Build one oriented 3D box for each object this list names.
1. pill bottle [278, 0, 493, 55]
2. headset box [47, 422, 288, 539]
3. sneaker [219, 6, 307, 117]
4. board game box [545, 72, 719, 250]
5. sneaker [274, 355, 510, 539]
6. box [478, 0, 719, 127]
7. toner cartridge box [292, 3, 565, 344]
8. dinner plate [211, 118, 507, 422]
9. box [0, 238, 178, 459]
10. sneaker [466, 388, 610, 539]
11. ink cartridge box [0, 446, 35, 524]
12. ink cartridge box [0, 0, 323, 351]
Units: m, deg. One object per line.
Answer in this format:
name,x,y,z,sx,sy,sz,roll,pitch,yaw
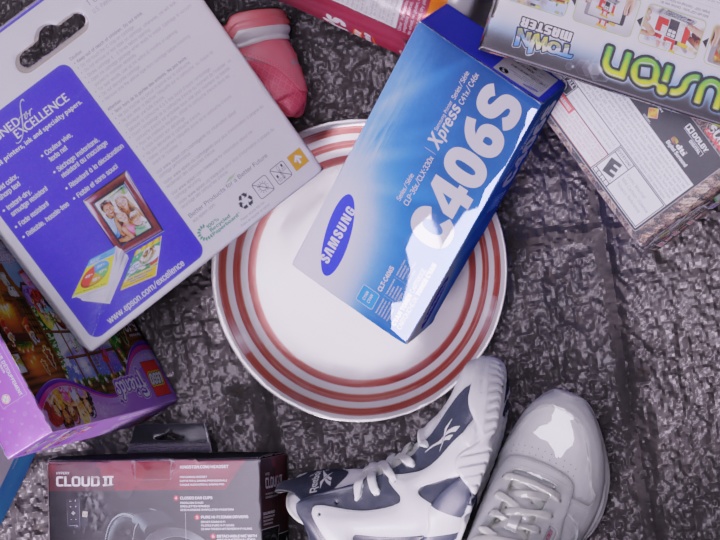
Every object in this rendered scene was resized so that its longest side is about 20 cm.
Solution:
pill bottle,-0.005,-0.213,1.728,0.200,0.110,0.110,25,94,12
headset box,-0.126,0.201,1.762,0.148,0.077,0.201,-2,87,12
sneaker,-0.126,-0.099,1.771,0.200,0.074,0.087,-26,85,10
board game box,0.214,-0.135,1.684,0.200,0.097,0.160,-36,82,9
sneaker,0.014,0.135,1.727,0.129,0.079,0.200,19,108,7
box,0.181,-0.155,1.604,0.200,0.035,0.110,18,93,0
toner cartridge box,0.041,-0.059,1.684,0.095,0.043,0.200,35,122,12
dinner plate,0.000,0.000,1.766,0.200,0.024,0.201,0,89,13
box,-0.201,0.043,1.719,0.039,0.200,0.137,-31,83,18
sneaker,0.105,0.174,1.701,0.075,0.100,0.200,18,91,13
ink cartridge box,-0.312,0.104,1.742,0.146,0.200,0.146,27,94,11
ink cartridge box,-0.156,-0.086,1.694,0.198,0.043,0.200,-38,103,-16
